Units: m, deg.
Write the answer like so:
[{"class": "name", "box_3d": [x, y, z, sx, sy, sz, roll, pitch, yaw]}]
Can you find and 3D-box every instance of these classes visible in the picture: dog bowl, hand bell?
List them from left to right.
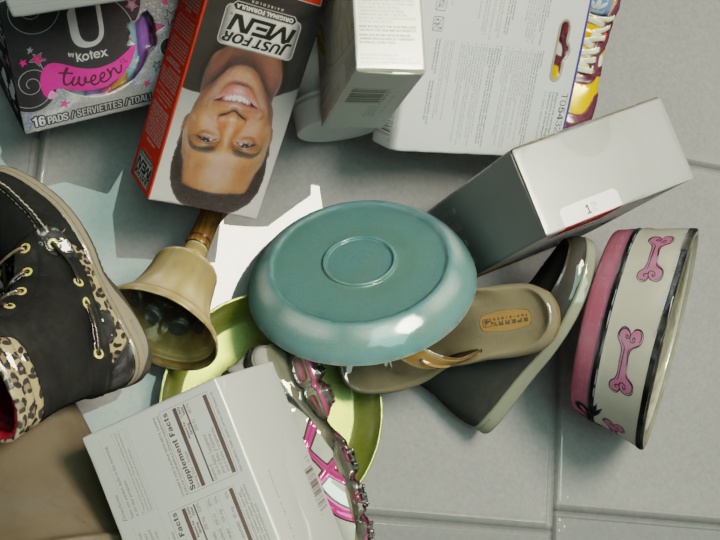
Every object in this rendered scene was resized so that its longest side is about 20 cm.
[{"class": "hand bell", "box_3d": [-0.134, -0.027, 0.986, 0.103, 0.104, 0.202, 29, 52, -11]}, {"class": "dog bowl", "box_3d": [0.245, 0.053, 1.049, 0.073, 0.200, 0.203, 14, 73, 18]}]

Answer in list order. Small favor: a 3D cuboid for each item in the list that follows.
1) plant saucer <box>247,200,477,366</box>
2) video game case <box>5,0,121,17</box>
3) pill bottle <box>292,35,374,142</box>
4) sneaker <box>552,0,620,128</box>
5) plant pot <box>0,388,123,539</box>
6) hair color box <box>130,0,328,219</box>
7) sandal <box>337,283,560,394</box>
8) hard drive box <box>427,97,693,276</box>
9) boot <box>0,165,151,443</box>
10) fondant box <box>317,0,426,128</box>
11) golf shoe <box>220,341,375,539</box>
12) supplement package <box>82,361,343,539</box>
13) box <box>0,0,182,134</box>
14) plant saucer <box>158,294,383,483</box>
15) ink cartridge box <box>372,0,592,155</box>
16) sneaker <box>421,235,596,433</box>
[{"class": "plant saucer", "box_3d": [0.000, 0.000, 0.987, 0.196, 0.028, 0.202, -4, 42, 3]}, {"class": "video game case", "box_3d": [-0.159, -0.247, 0.867, 0.201, 0.141, 0.018, -70, 150, -50]}, {"class": "pill bottle", "box_3d": [-0.033, -0.224, 1.042, 0.109, 0.111, 0.204, -7, 82, -19]}, {"class": "sneaker", "box_3d": [0.211, -0.233, 1.136, 0.074, 0.090, 0.204, 5, 78, -17]}, {"class": "plant pot", "box_3d": [-0.258, 0.182, 0.865, 0.197, 0.201, 0.176, -11, 67, -20]}, {"class": "hair color box", "box_3d": [-0.103, -0.150, 0.918, 0.100, 0.061, 0.203, 8, 112, -31]}, {"class": "sandal", "box_3d": [0.070, 0.054, 0.985, 0.197, 0.054, 0.082, -12, 86, 13]}, {"class": "hard drive box", "box_3d": [0.168, -0.066, 1.031, 0.154, 0.200, 0.078, -21, 84, -20]}, {"class": "boot", "box_3d": [-0.255, 0.022, 0.845, 0.201, 0.073, 0.150, 56, 31, 0]}, {"class": "fondant box", "box_3d": [0.002, -0.229, 0.919, 0.057, 0.144, 0.204, 0, 80, -12]}, {"class": "golf shoe", "box_3d": [-0.049, 0.157, 0.963, 0.091, 0.073, 0.203, -21, 81, -2]}, {"class": "supplement package", "box_3d": [-0.093, 0.186, 0.855, 0.109, 0.156, 0.203, -23, 86, 9]}, {"class": "box", "box_3d": [-0.201, -0.209, 0.953, 0.197, 0.132, 0.116, -17, 127, -20]}, {"class": "plant saucer", "box_3d": [-0.078, 0.121, 1.007, 0.197, 0.031, 0.204, 3, 79, -18]}, {"class": "ink cartridge box", "box_3d": [0.113, -0.202, 1.025, 0.198, 0.043, 0.200, -2, 110, -37]}, {"class": "sneaker", "box_3d": [0.120, 0.040, 1.027, 0.105, 0.075, 0.202, 30, 104, -7]}]
